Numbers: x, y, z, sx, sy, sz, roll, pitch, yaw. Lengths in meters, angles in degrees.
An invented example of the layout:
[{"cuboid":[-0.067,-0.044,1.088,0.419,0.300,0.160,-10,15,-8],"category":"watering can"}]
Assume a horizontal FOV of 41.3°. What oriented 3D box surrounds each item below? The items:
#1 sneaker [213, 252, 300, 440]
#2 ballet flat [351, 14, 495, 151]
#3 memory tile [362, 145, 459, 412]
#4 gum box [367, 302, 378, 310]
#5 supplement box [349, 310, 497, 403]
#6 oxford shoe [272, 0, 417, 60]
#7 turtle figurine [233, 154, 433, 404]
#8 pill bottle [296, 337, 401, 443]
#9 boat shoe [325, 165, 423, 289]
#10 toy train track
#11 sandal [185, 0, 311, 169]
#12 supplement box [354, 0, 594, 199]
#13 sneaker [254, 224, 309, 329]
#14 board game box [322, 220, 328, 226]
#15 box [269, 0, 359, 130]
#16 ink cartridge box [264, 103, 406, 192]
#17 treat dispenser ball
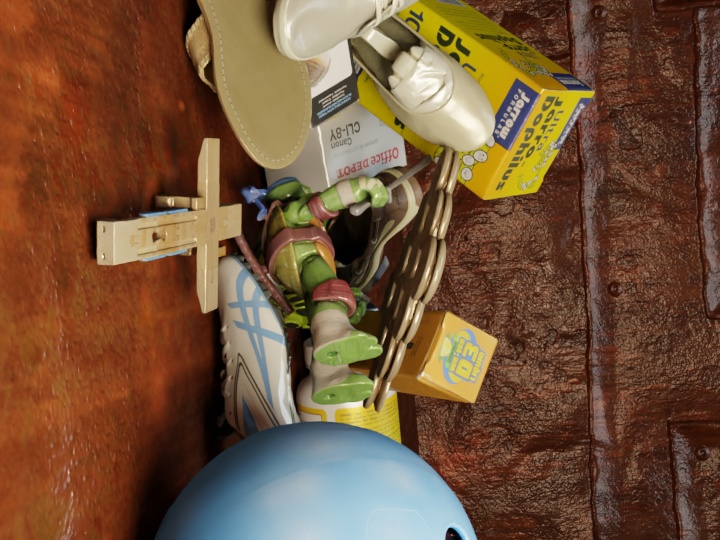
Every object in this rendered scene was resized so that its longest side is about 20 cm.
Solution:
[{"cuboid":[-0.084,0.083,0.725,0.072,0.072,0.202,121,-46,-71],"category":"sneaker"},{"cuboid":[0.029,-0.174,0.787,0.200,0.069,0.070,46,-9,21],"category":"ballet flat"},{"cuboid":[0.042,0.011,0.792,0.201,0.017,0.154,111,-6,-47],"category":"memory tile"},{"cuboid":[-0.009,0.124,1.185,0.170,0.044,0.203,-135,-141,-71],"category":"gum box"},{"cuboid":[0.045,0.079,0.903,0.067,0.068,0.200,-66,-161,-12],"category":"supplement box"},{"cuboid":[0.012,-0.221,0.731,0.199,0.057,0.076,-38,138,-31],"category":"oxford shoe"},{"cuboid":[0.000,0.000,0.789,0.198,0.144,0.196,18,47,-34],"category":"turtle figurine"},{"cuboid":[-0.012,0.173,1.047,0.112,0.111,0.203,-55,140,-79],"category":"pill bottle"},{"cuboid":[-0.016,-0.030,0.969,0.075,0.074,0.203,50,-41,15],"category":"boat shoe"},{"cuboid":[-0.123,-0.026,0.604,0.200,0.032,0.117,-29,121,-76],"category":"toy train track"},{"cuboid":[-0.101,-0.181,0.730,0.069,0.077,0.214,0,-67,60],"category":"sandal"},{"cuboid":[0.088,-0.167,0.859,0.109,0.200,0.110,-13,137,-52],"category":"supplement box"},{"cuboid":[-0.057,0.008,0.937,0.200,0.073,0.085,64,27,-71],"category":"sneaker"},{"cuboid":[-0.065,-0.136,1.065,0.102,0.047,0.203,27,59,-81],"category":"board game box"},{"cuboid":[-0.072,-0.227,0.769,0.060,0.116,0.202,-35,133,-30],"category":"box"},{"cuboid":[-0.034,-0.184,0.950,0.145,0.083,0.203,-28,115,-50],"category":"ink cartridge box"},{"cuboid":[-0.026,0.190,0.552,0.201,0.198,0.204,-5,90,-83],"category":"treat dispenser ball"}]
